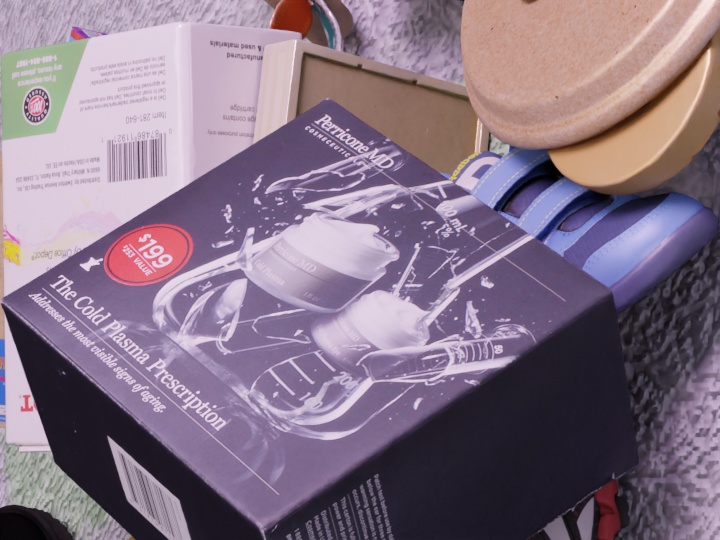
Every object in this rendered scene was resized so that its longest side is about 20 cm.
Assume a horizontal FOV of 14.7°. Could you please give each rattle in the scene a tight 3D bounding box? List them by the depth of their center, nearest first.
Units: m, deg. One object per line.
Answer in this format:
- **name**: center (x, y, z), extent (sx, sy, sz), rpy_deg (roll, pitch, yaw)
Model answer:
- **rattle**: center (-0.017, -0.185, 1.471), extent (0.143, 0.130, 0.200), rpy_deg (-33, 17, -4)

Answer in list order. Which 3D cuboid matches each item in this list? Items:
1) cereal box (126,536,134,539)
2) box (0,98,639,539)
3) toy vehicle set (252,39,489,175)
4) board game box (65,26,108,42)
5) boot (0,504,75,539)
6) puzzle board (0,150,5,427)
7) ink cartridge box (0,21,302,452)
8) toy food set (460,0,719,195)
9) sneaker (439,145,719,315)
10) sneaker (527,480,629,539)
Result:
- **cereal box**: center (-0.117, 0.237, 1.477), extent (0.144, 0.039, 0.200), rpy_deg (51, 136, 8)
- **box**: center (-0.018, 0.046, 1.174), extent (0.200, 0.182, 0.104), rpy_deg (36, 149, 42)
- **toy vehicle set**: center (0.000, 0.000, 1.335), extent (0.026, 0.124, 0.201), rpy_deg (-7, 73, 52)
- **board game box**: center (-0.099, -0.053, 1.558), extent (0.200, 0.104, 0.103), rpy_deg (41, 116, 58)
- **boot**: center (-0.247, 0.189, 1.682), extent (0.211, 0.157, 0.080), rpy_deg (28, 105, 60)
- **puzzle board**: center (-0.124, 0.010, 1.457), extent (0.199, 0.017, 0.152), rpy_deg (0, 89, 43)
- **ink cartridge box**: center (-0.102, -0.013, 1.367), extent (0.144, 0.084, 0.201), rpy_deg (-4, 86, 45)
- **toy food set**: center (0.120, -0.136, 1.204), extent (0.198, 0.049, 0.200), rpy_deg (-58, 29, 2)
- **sneaker**: center (0.077, -0.015, 1.227), extent (0.200, 0.074, 0.083), rpy_deg (-12, 108, 58)
- **sneaker**: center (0.066, 0.122, 1.201), extent (0.071, 0.098, 0.201), rpy_deg (-51, 38, 44)
